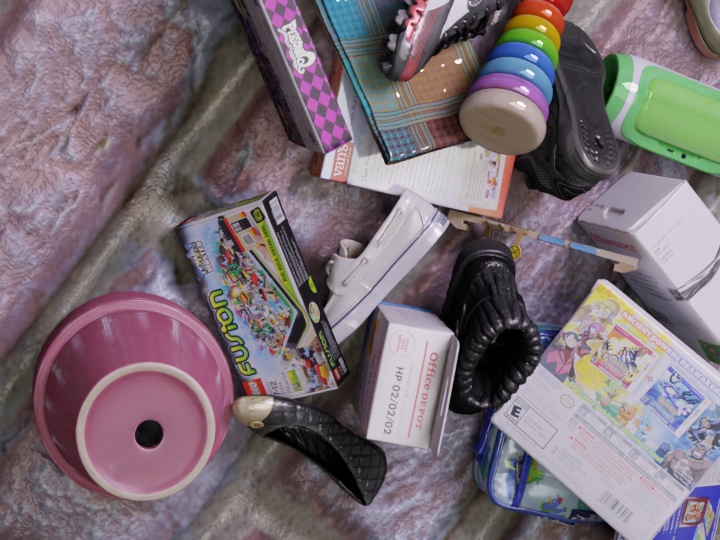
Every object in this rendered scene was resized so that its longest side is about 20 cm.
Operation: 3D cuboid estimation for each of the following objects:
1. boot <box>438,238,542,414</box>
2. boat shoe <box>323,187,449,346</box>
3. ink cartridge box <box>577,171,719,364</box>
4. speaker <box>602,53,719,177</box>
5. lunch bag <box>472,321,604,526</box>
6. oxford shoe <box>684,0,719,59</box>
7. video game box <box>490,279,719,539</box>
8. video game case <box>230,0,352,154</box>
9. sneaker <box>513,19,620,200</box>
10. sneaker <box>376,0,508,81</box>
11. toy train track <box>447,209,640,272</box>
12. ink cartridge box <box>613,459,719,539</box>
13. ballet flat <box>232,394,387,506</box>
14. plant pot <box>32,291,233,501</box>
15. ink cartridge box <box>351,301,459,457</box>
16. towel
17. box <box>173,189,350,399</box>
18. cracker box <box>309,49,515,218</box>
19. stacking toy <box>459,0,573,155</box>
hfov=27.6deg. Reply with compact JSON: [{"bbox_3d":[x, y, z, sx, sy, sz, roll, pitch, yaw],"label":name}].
[{"bbox_3d":[0.119,0.092,1.432,0.078,0.159,0.213,-1,124,-7],"label":"boot"},{"bbox_3d":[0.000,0.000,1.466,0.070,0.071,0.200,41,111,-4],"label":"boat shoe"},{"bbox_3d":[0.335,-0.001,1.523,0.084,0.146,0.200,-43,106,-6],"label":"ink cartridge box"},{"bbox_3d":[0.337,-0.158,1.533,0.198,0.088,0.090,19,94,-16],"label":"speaker"},{"bbox_3d":[0.209,0.162,1.552,0.159,0.082,0.203,14,94,-12],"label":"lunch bag"},{"bbox_3d":[0.358,-0.315,1.520,0.070,0.074,0.201,-33,104,-7],"label":"oxford shoe"},{"bbox_3d":[0.260,0.141,1.451,0.200,0.047,0.183,40,105,11],"label":"video game box"},{"bbox_3d":[-0.076,-0.212,1.373,0.035,0.181,0.202,-25,102,-8],"label":"video game case"},{"bbox_3d":[0.199,-0.156,1.491,0.075,0.114,0.202,12,56,-28],"label":"sneaker"},{"bbox_3d":[0.088,-0.251,1.410,0.097,0.071,0.202,32,62,-5],"label":"sneaker"},{"bbox_3d":[0.181,-0.022,1.477,0.198,0.115,0.033,15,94,17],"label":"toy train track"},{"bbox_3d":[0.323,0.226,1.562,0.198,0.047,0.200,5,99,-43],"label":"ink cartridge box"},{"bbox_3d":[-0.047,0.176,1.477,0.199,0.066,0.057,31,57,-31],"label":"ballet flat"},{"bbox_3d":[-0.211,0.131,1.392,0.197,0.179,0.203,-2,98,-13],"label":"plant pot"},{"bbox_3d":[0.041,0.102,1.435,0.067,0.200,0.117,10,95,-7],"label":"ink cartridge box"},{"bbox_3d":[0.048,-0.211,1.432,0.145,0.022,0.202,-18,77,-24],"label":"towel"},{"bbox_3d":[-0.097,0.031,1.449,0.109,0.035,0.202,-16,104,28],"label":"box"},{"bbox_3d":[0.059,-0.140,1.481,0.197,0.058,0.136,12,94,-16],"label":"cracker box"},{"bbox_3d":[0.160,-0.214,1.424,0.085,0.085,0.202,28,60,-16],"label":"stacking toy"}]
